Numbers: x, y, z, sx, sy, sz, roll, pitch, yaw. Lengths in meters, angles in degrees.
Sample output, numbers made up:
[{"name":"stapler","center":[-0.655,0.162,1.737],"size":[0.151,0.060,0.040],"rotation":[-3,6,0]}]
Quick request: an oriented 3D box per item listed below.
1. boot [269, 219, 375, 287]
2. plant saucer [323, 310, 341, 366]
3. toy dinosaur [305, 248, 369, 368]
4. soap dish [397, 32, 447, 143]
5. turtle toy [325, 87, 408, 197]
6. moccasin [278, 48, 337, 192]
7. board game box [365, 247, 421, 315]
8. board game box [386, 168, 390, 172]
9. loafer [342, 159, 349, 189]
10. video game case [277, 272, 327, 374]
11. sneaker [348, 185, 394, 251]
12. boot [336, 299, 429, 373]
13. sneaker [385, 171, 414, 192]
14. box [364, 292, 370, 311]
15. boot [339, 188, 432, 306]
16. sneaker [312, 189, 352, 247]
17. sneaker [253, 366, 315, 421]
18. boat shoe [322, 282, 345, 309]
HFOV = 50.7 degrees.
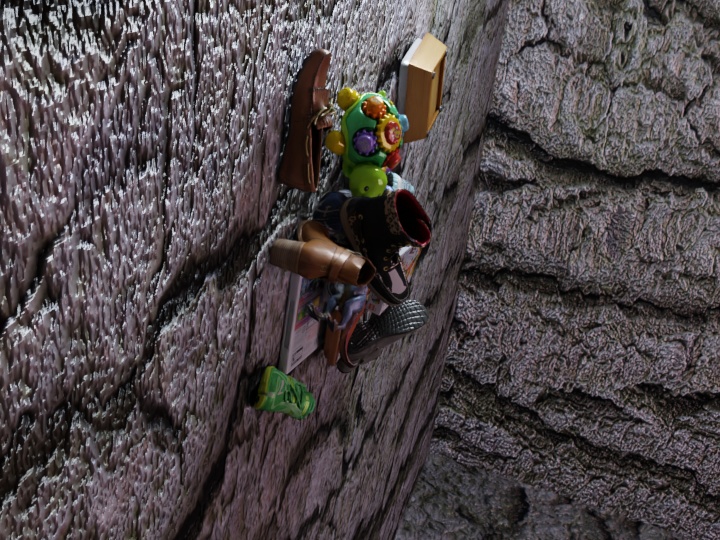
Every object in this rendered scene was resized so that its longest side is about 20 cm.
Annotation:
[{"name":"boot","center":[-0.044,-0.027,1.240],"size":[0.200,0.151,0.079],"rotation":[-21,124,-73]},{"name":"plant saucer","center":[-0.043,0.089,1.533],"size":[0.200,0.031,0.206],"rotation":[14,89,-89]},{"name":"toy dinosaur","center":[-0.013,0.033,1.367],"size":[0.180,0.104,0.204],"rotation":[-36,119,-29]},{"name":"soap dish","center":[0.142,-0.417,1.753],"size":[0.159,0.079,0.204],"rotation":[-62,161,-45]},{"name":"turtle toy","center":[0.019,-0.216,1.319],"size":[0.144,0.100,0.206],"rotation":[21,82,-45]},{"name":"moccasin","center":[-0.068,-0.220,1.122],"size":[0.073,0.076,0.207],"rotation":[-4,107,-75]},{"name":"board game box","center":[0.073,-0.004,1.492],"size":[0.200,0.034,0.129],"rotation":[-39,151,-65]},{"name":"board game box","center":[0.033,-0.228,1.615],"size":[0.200,0.031,0.124],"rotation":[46,55,-73]},{"name":"loafer","center":[0.005,-0.172,1.469],"size":[0.202,0.068,0.076],"rotation":[85,24,-52]},{"name":"video game case","center":[-0.095,0.072,1.404],"size":[0.200,0.022,0.187],"rotation":[-34,136,-68]},{"name":"sneaker","center":[0.030,-0.105,1.476],"size":[0.087,0.077,0.200],"rotation":[-17,161,-34]},{"name":"boot","center":[0.039,0.134,1.536],"size":[0.132,0.196,0.069],"rotation":[97,-31,-63]},{"name":"sneaker","center":[0.073,-0.097,1.586],"size":[0.085,0.077,0.206],"rotation":[14,83,-33]},{"name":"box","center":[0.042,0.033,1.664],"size":[0.201,0.021,0.164],"rotation":[-50,178,-32]},{"name":"boot","center":[0.057,-0.039,1.243],"size":[0.073,0.149,0.204],"rotation":[-32,102,-35]},{"name":"sneaker","center":[-0.041,-0.111,1.374],"size":[0.200,0.075,0.088],"rotation":[80,17,-73]},{"name":"sneaker","center":[-0.123,0.211,1.296],"size":[0.200,0.081,0.076],"rotation":[41,65,-73]},{"name":"boat shoe","center":[0.002,0.002,1.439],"size":[0.198,0.074,0.069],"rotation":[-33,163,-45]}]
